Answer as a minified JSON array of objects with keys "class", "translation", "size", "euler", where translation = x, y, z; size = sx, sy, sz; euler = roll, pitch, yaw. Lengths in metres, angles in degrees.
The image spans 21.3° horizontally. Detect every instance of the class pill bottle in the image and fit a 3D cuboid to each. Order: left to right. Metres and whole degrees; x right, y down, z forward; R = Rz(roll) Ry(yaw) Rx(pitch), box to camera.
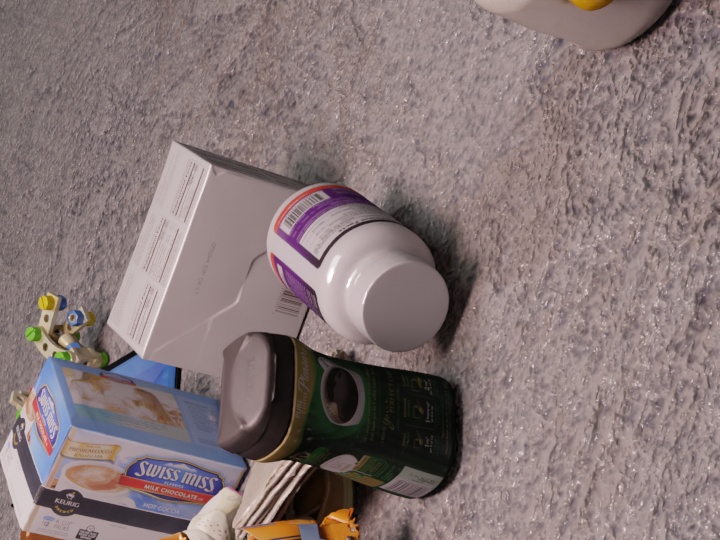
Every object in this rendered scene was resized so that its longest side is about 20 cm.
[{"class":"pill bottle","translation":[0.000,0.000,1.696],"size":[0.200,0.111,0.111],"euler":[40,110,60]}]

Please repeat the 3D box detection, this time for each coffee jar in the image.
[{"class":"coffee jar","translation":[-0.022,0.119,1.576],"size":[0.085,0.200,0.104],"euler":[-35,45,49]}]

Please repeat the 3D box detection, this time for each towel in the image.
[{"class":"towel","translation":[-0.058,0.159,1.720],"size":[0.133,0.034,0.200],"euler":[-53,7,22]}]

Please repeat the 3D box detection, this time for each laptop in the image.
[{"class":"laptop","translation":[-0.293,0.163,2.132],"size":[0.177,0.200,0.103],"euler":[-30,87,48]}]

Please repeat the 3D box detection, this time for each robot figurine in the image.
[{"class":"robot figurine","translation":[-0.098,0.254,1.618],"size":[0.145,0.200,0.058],"euler":[91,171,-62]}]

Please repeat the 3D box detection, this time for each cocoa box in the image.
[{"class":"cocoa box","translation":[-0.240,0.192,1.929],"size":[0.131,0.200,0.133],"euler":[-61,30,20]}]

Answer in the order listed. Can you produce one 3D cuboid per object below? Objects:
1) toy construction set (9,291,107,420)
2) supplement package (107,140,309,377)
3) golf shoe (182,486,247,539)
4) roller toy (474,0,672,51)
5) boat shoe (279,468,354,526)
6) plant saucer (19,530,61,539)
[{"class":"toy construction set","translation":[-0.379,0.135,2.328],"size":[0.131,0.092,0.200],"euler":[54,134,28]},{"class":"supplement package","translation":[-0.134,-0.004,1.893],"size":[0.111,0.156,0.200],"euler":[34,105,59]},{"class":"golf shoe","translation":[-0.129,0.269,1.795],"size":[0.092,0.075,0.200],"euler":[-58,-10,-24]},{"class":"roller toy","translation":[0.167,-0.275,1.515],"size":[0.182,0.140,0.200],"euler":[-25,55,55]},{"class":"boat shoe","translation":[-0.067,0.258,1.727],"size":[0.201,0.063,0.073],"euler":[-64,29,17]},{"class":"plant saucer","translation":[-0.355,0.297,2.256],"size":[0.200,0.037,0.200],"euler":[-37,45,47]}]
